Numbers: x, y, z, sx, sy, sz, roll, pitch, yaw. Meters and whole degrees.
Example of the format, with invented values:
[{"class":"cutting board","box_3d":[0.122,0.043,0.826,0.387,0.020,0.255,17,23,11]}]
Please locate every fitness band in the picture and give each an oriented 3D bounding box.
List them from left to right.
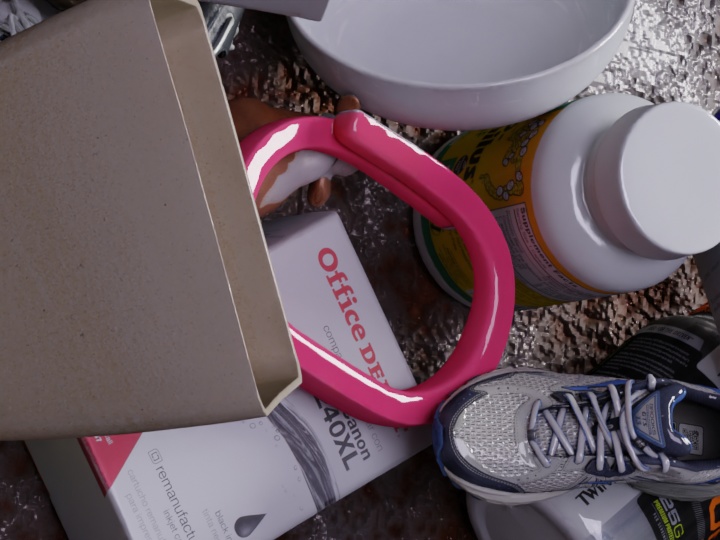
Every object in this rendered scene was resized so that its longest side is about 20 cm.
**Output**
[{"class":"fitness band","box_3d":[0.000,0.000,1.469,0.200,0.037,0.144,33,70,-32]}]

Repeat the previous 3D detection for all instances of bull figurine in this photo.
[{"class":"bull figurine","box_3d":[-0.088,-0.053,1.481,0.200,0.121,0.065,-42,149,-41]}]

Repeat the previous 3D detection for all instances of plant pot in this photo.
[{"class":"plant pot","box_3d":[-0.145,-0.014,1.296,0.177,0.200,0.200,-15,91,4]}]

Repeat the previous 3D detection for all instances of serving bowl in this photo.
[{"class":"serving bowl","box_3d":[0.057,-0.141,1.559,0.200,0.200,0.066,-33,139,-28]}]

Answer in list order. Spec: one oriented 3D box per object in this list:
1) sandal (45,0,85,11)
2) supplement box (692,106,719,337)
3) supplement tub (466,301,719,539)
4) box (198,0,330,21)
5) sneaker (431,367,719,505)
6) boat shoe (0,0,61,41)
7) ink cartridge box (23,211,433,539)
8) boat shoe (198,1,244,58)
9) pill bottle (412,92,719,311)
[{"class":"sandal","box_3d":[-0.170,-0.221,1.486,0.082,0.055,0.200,3,65,-37]},{"class":"supplement box","box_3d":[0.260,0.008,1.534,0.101,0.103,0.200,-9,70,-19]},{"class":"supplement tub","box_3d":[0.169,0.109,1.606,0.200,0.122,0.123,-38,103,-27]},{"class":"box","box_3d":[-0.069,-0.245,1.448,0.124,0.098,0.200,8,54,-13]},{"class":"sneaker","box_3d":[0.136,0.083,1.481,0.200,0.085,0.077,0,77,-24]},{"class":"boat shoe","box_3d":[-0.190,-0.111,1.450,0.202,0.086,0.075,-31,100,-31]},{"class":"ink cartridge box","box_3d":[-0.076,0.073,1.495,0.200,0.083,0.145,-29,99,-29]},{"class":"boat shoe","box_3d":[-0.102,-0.128,1.475,0.200,0.076,0.060,-48,118,-43]},{"class":"pill bottle","box_3d":[0.124,-0.039,1.553,0.113,0.200,0.113,3,83,-29]}]
